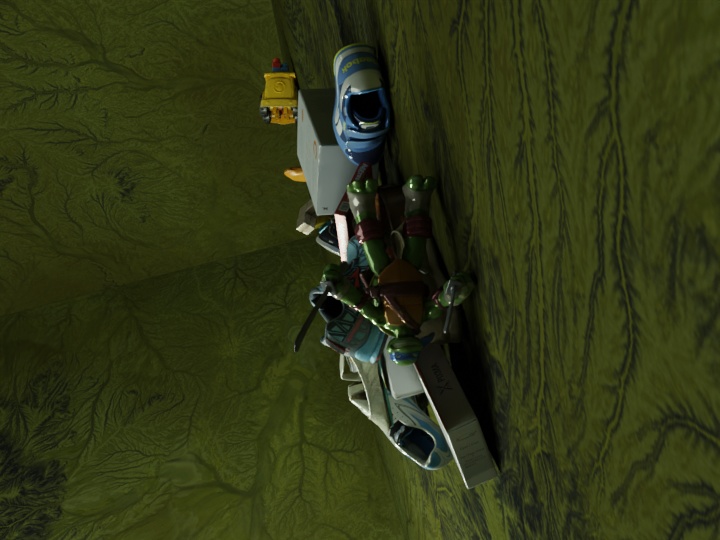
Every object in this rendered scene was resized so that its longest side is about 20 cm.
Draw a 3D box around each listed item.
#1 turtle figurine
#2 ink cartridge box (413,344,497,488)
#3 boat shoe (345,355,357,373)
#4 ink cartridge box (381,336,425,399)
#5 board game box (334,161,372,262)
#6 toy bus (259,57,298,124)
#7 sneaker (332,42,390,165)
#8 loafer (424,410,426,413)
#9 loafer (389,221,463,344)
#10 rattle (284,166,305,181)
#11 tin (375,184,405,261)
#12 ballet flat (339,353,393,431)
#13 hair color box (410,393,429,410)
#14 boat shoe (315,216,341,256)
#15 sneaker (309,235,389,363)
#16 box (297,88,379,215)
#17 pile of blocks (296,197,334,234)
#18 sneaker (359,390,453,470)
[{"bbox_3d":[0.038,-0.007,0.894,0.199,0.143,0.196,18,-117,-55],"label":"turtle figurine"},{"bbox_3d":[0.095,0.135,1.052,0.200,0.044,0.177,-113,0,-62],"label":"ink cartridge box"},{"bbox_3d":[-0.017,0.081,1.240,0.201,0.056,0.069,86,-179,-46],"label":"boat shoe"},{"bbox_3d":[0.060,0.099,1.280,0.200,0.083,0.146,177,79,-85],"label":"ink cartridge box"},{"bbox_3d":[-0.002,-0.046,1.228,0.201,0.019,0.103,83,-154,-50],"label":"board game box"},{"bbox_3d":[-0.261,-0.588,2.834,0.200,0.134,0.194,94,174,-83],"label":"toy bus"},{"bbox_3d":[0.003,-0.203,1.158,0.201,0.073,0.083,81,171,-53],"label":"sneaker"},{"bbox_3d":[0.071,0.200,1.572,0.072,0.062,0.202,96,160,-76],"label":"loafer"},{"bbox_3d":[0.067,0.012,1.052,0.201,0.067,0.077,-113,12,-50],"label":"loafer"},{"bbox_3d":[-0.064,-0.124,1.805,0.130,0.142,0.202,14,114,63],"label":"rattle"},{"bbox_3d":[0.046,-0.067,1.250,0.200,0.041,0.113,-133,33,-79],"label":"tin"},{"bbox_3d":[0.004,0.153,1.221,0.068,0.062,0.201,-108,6,-55],"label":"ballet flat"},{"bbox_3d":[0.056,0.141,1.438,0.099,0.060,0.202,-11,-92,-73],"label":"hair color box"},{"bbox_3d":[-0.016,-0.057,1.330,0.061,0.073,0.200,-60,-6,9],"label":"boat shoe"},{"bbox_3d":[-0.015,0.021,1.070,0.201,0.095,0.080,-93,19,-48],"label":"sneaker"},{"bbox_3d":[-0.039,-0.195,1.387,0.201,0.096,0.125,-110,19,-52],"label":"box"},{"bbox_3d":[-0.024,-0.105,1.445,0.062,0.200,0.082,-37,87,40],"label":"pile of blocks"},{"bbox_3d":[0.059,0.235,1.342,0.199,0.072,0.072,35,-166,30],"label":"sneaker"}]
